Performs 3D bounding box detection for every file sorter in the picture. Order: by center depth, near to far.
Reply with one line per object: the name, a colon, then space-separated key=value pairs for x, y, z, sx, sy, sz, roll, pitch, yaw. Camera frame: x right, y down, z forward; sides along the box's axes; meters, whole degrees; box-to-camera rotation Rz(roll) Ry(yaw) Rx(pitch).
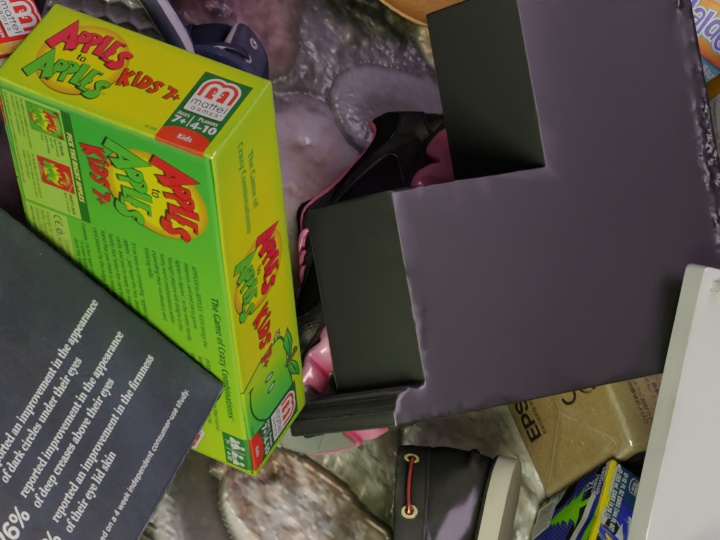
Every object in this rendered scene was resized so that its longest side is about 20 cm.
file sorter: x=0.242 y=0.089 z=1.180 sx=0.199 sy=0.124 sz=0.140 roll=12 pitch=89 yaw=-33

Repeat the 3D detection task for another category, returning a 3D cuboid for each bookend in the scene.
bookend: x=0.058 y=-0.040 z=1.195 sx=0.199 sy=0.092 sz=0.200 roll=-10 pitch=89 yaw=-32

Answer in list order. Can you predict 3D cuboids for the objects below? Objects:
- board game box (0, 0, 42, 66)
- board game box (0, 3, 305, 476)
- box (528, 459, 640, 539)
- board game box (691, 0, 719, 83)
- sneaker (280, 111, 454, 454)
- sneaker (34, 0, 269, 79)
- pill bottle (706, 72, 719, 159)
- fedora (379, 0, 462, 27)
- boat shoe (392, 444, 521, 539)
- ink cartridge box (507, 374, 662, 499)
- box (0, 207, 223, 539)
board game box: x=-0.222 y=-0.140 z=1.122 sx=0.046 sy=0.151 sz=0.201 roll=-17 pitch=75 yaw=-42
board game box: x=-0.083 y=-0.009 z=1.097 sx=0.101 sy=0.201 sz=0.048 roll=21 pitch=54 yaw=20
box: x=0.103 y=0.190 z=1.231 sx=0.070 sy=0.064 sz=0.201 roll=35 pitch=48 yaw=-16
board game box: x=0.183 y=-0.136 z=1.437 sx=0.152 sy=0.045 sz=0.200 roll=42 pitch=10 yaw=-10
sneaker: x=0.000 y=0.000 z=1.272 sx=0.200 sy=0.095 sz=0.079 roll=-57 pitch=139 yaw=-24
sneaker: x=-0.092 y=-0.089 z=1.187 sx=0.147 sy=0.076 sz=0.203 roll=-89 pitch=165 yaw=-48
pill bottle: x=0.216 y=-0.058 z=1.274 sx=0.111 sy=0.200 sz=0.112 roll=20 pitch=53 yaw=-28
fedora: x=0.042 y=-0.224 z=1.415 sx=0.200 sy=0.082 sz=0.202 roll=26 pitch=49 yaw=-34
boat shoe: x=0.025 y=0.172 z=1.187 sx=0.063 sy=0.074 sz=0.202 roll=8 pitch=62 yaw=8
ink cartridge box: x=0.133 y=0.003 z=1.365 sx=0.164 sy=0.075 sz=0.201 roll=-8 pitch=68 yaw=-42
box: x=-0.180 y=0.056 z=1.065 sx=0.200 sy=0.104 sz=0.148 roll=40 pitch=46 yaw=-11
